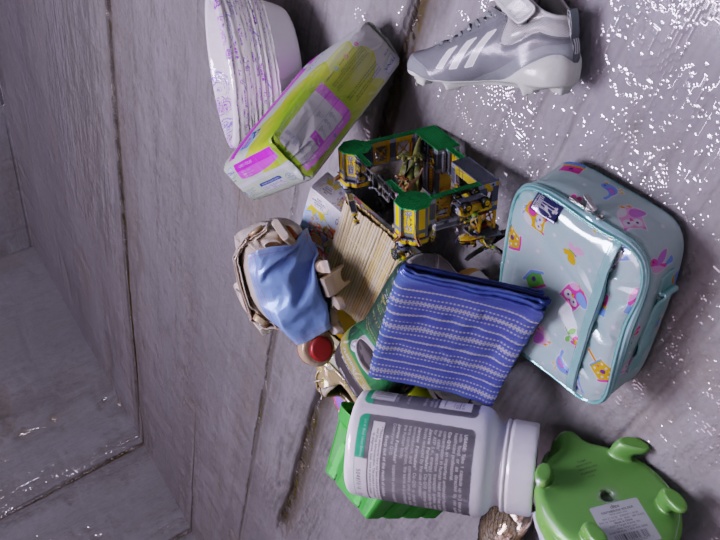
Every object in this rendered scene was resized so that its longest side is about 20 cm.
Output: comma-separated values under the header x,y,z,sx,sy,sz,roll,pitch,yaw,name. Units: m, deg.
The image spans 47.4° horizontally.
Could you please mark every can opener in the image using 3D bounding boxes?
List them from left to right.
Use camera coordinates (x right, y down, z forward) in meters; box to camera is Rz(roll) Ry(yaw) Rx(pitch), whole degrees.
x,y,z,sx,sy,sz,roll,pitch,yaw,name
0.016,-0.031,1.064,0.052,0.066,0.204,29,138,46,can opener

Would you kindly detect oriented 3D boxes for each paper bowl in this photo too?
x,y,z,sx,sy,sz,roll,pitch,yaw,name
-0.138,-0.268,1.074,0.200,0.102,0.206,169,90,-77,paper bowl

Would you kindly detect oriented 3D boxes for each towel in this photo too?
x,y,z,sx,sy,sz,roll,pitch,yaw,name
0.089,0.069,0.800,0.202,0.141,0.024,103,179,-53,towel

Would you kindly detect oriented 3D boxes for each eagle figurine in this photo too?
x,y,z,sx,sy,sz,roll,pitch,yaw,name
0.179,0.394,1.033,0.151,0.149,0.203,25,143,63,eagle figurine

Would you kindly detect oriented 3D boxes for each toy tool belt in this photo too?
x,y,z,sx,sy,sz,roll,pitch,yaw,name
-0.073,0.032,0.979,0.203,0.123,0.122,65,161,-12,toy tool belt

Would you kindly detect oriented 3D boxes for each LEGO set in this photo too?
x,y,z,sx,sy,sz,roll,pitch,yaw,name
0.062,-0.062,0.872,0.199,0.151,0.118,39,141,45,LEGO set

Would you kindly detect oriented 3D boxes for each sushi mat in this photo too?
x,y,z,sx,sy,sz,roll,pitch,yaw,name
0.000,0.000,0.985,0.095,0.012,0.201,41,149,12,sushi mat

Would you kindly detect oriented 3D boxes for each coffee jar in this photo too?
x,y,z,sx,sy,sz,roll,pitch,yaw,name
0.045,0.075,0.925,0.105,0.084,0.201,55,141,15,coffee jar

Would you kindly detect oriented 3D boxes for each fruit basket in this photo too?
x,y,z,sx,sy,sz,roll,pitch,yaw,name
0.069,0.201,1.052,0.155,0.213,0.219,38,141,39,fruit basket

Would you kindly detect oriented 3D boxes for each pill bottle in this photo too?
x,y,z,sx,sy,sz,roll,pitch,yaw,name
0.088,0.197,0.876,0.195,0.114,0.115,6,124,15,pill bottle

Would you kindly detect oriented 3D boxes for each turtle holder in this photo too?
x,y,z,sx,sy,sz,roll,pitch,yaw,name
0.228,0.249,0.819,0.184,0.139,0.134,28,135,42,turtle holder

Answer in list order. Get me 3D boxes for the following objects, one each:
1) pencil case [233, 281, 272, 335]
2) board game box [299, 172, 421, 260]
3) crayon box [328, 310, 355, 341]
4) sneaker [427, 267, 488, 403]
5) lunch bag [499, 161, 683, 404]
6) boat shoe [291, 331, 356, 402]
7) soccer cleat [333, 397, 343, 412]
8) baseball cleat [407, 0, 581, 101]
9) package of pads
x,y,z,sx,sy,sz,roll,pitch,yaw,name
-0.077,0.006,1.103,0.089,0.199,0.079,36,150,34,pencil case
0.010,-0.011,1.007,0.199,0.034,0.135,41,149,10,board game box
-0.043,0.073,1.206,0.198,0.052,0.127,8,137,57,crayon box
0.128,0.100,0.950,0.087,0.075,0.203,40,142,39,sneaker
0.205,0.013,0.753,0.160,0.076,0.203,43,145,38,lunch bag
-0.031,0.151,1.159,0.199,0.066,0.074,37,158,20,boat shoe
0.004,0.204,1.213,0.200,0.065,0.078,-128,42,-62,soccer cleat
0.121,-0.217,0.757,0.198,0.069,0.109,17,119,43,baseball cleat
-0.055,-0.180,0.934,0.068,0.202,0.154,43,156,-19,package of pads
